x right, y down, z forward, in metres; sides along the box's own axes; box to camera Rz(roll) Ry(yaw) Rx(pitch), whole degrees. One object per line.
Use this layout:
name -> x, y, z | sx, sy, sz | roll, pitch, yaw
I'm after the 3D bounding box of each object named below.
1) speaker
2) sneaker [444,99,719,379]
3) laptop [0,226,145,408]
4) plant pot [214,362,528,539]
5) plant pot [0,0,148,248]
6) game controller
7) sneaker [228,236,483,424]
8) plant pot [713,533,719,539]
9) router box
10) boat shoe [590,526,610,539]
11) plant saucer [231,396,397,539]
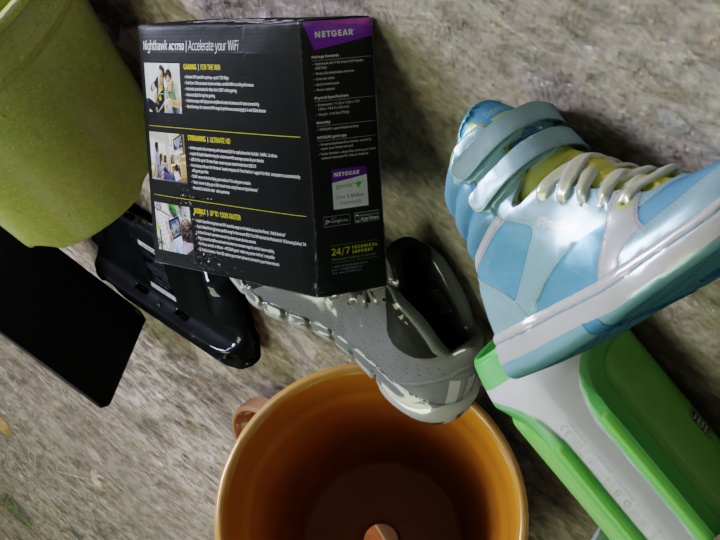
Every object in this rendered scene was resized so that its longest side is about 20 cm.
speaker -> 0.150, 0.102, 0.974 | 0.200, 0.088, 0.088 | 50, 158, -1
sneaker -> 0.106, -0.039, 0.853 | 0.200, 0.079, 0.131 | -36, 75, 50
laptop -> -0.277, 0.027, 1.500 | 0.177, 0.104, 0.200 | 39, 160, -16
plant pot -> 0.012, 0.178, 1.241 | 0.200, 0.200, 0.183 | 45, 172, 12
plant pot -> -0.235, -0.119, 1.244 | 0.200, 0.201, 0.184 | 22, 156, 49
game controller -> -0.152, 0.005, 1.464 | 0.200, 0.042, 0.105 | 29, 136, 40
sneaker -> 0.000, 0.000, 1.131 | 0.200, 0.075, 0.116 | 35, 149, 13
plant pot -> 0.263, 0.232, 0.881 | 0.200, 0.187, 0.187 | 43, 163, -28
router box -> -0.061, -0.070, 1.063 | 0.200, 0.051, 0.150 | 11, 108, 57
boat shoe -> 0.156, 0.190, 1.056 | 0.065, 0.072, 0.200 | 27, 177, 16
plant saucer -> -0.027, 0.182, 1.504 | 0.200, 0.032, 0.201 | 41, 157, 22
